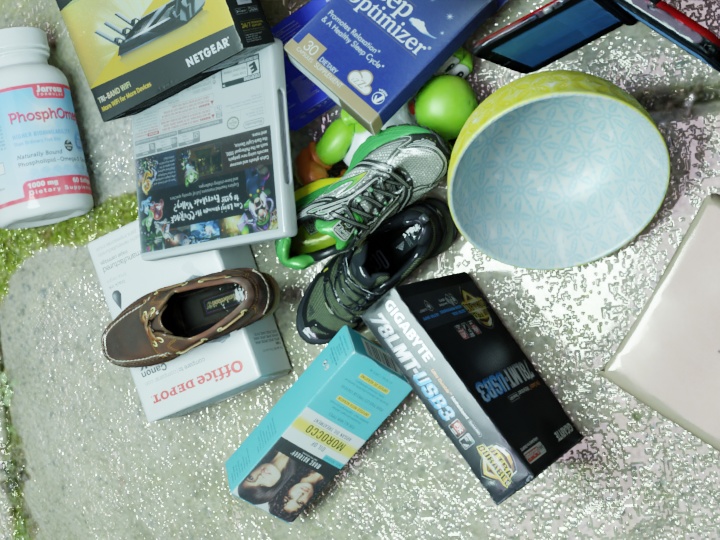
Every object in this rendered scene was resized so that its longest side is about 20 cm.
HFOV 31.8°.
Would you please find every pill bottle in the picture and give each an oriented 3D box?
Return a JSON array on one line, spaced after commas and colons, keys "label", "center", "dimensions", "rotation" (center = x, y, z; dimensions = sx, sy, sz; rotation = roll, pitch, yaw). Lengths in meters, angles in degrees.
[{"label": "pill bottle", "center": [-0.360, -0.153, 1.363], "dimensions": [0.108, 0.109, 0.203], "rotation": [-13, 88, 21]}]

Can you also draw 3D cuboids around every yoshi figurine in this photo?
[{"label": "yoshi figurine", "center": [0.036, -0.132, 1.212], "dimensions": [0.200, 0.112, 0.112], "rotation": [-43, 85, 16]}]

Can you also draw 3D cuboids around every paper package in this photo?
[{"label": "paper package", "center": [0.343, 0.061, 1.096], "dimensions": [0.199, 0.103, 0.192], "rotation": [33, 103, 18]}]

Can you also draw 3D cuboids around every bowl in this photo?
[{"label": "bowl", "center": [0.171, -0.109, 1.143], "dimensions": [0.199, 0.200, 0.108], "rotation": [-28, 39, 20]}]

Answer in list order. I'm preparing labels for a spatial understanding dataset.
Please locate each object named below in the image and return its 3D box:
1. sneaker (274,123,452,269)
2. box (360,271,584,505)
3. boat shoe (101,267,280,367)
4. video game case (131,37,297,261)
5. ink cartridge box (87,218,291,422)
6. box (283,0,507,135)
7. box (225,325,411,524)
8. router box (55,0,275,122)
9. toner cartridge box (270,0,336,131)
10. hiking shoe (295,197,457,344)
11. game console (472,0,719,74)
[{"label": "sneaker", "center": [0.004, -0.060, 1.170], "dimensions": [0.199, 0.086, 0.078], "rotation": [-34, 117, 24]}, {"label": "box", "center": [0.107, 0.098, 1.139], "dimensions": [0.050, 0.200, 0.199], "rotation": [-41, 77, 20]}, {"label": "boat shoe", "center": [-0.177, 0.045, 1.230], "dimensions": [0.198, 0.070, 0.071], "rotation": [-24, 85, 21]}, {"label": "video game case", "center": [-0.145, -0.112, 1.213], "dimensions": [0.198, 0.023, 0.185], "rotation": [-8, 84, 38]}, {"label": "ink cartridge box", "center": [-0.177, 0.039, 1.311], "dimensions": [0.143, 0.084, 0.202], "rotation": [-23, 84, 20]}, {"label": "box", "center": [0.039, -0.235, 1.169], "dimensions": [0.200, 0.032, 0.121], "rotation": [-45, 69, -8]}, {"label": "box", "center": [-0.043, 0.156, 1.259], "dimensions": [0.082, 0.049, 0.200], "rotation": [32, 108, -27]}, {"label": "router box", "center": [-0.190, -0.248, 1.178], "dimensions": [0.199, 0.052, 0.159], "rotation": [-19, 94, 37]}, {"label": "toner cartridge box", "center": [-0.015, -0.231, 1.258], "dimensions": [0.199, 0.043, 0.096], "rotation": [-30, 80, 20]}, {"label": "hiking shoe", "center": [0.000, 0.000, 1.230], "dimensions": [0.200, 0.100, 0.076], "rotation": [-43, 77, 17]}, {"label": "game console", "center": [0.216, -0.182, 1.084], "dimensions": [0.172, 0.200, 0.119], "rotation": [37, 106, 15]}]
